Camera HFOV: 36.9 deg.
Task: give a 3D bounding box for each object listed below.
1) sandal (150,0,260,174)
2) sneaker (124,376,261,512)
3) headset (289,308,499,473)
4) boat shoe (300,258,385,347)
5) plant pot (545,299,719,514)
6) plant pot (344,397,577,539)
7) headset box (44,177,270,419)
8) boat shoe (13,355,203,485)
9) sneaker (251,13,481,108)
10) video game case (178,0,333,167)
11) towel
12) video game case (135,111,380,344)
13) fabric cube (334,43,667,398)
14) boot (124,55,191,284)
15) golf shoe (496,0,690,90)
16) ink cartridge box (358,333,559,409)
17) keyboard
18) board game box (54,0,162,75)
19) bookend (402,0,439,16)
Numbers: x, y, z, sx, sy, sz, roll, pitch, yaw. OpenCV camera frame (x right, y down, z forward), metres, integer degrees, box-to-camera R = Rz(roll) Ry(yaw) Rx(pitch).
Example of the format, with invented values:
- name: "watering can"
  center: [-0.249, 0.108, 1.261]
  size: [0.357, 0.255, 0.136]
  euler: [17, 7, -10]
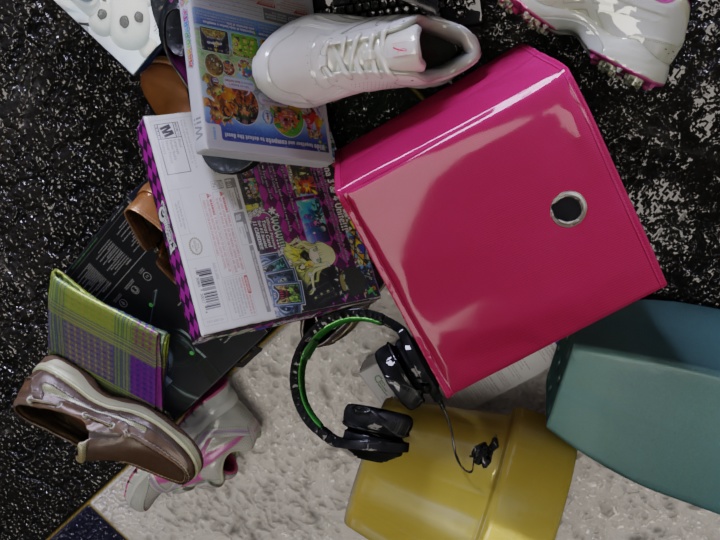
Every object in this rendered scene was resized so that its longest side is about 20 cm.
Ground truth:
- name: "sandal"
  center: [-0.132, -0.182, 0.920]
  size: [0.075, 0.048, 0.203]
  euler: [-23, 82, 16]
- name: "sneaker"
  center: [-0.184, 0.211, 1.188]
  size: [0.088, 0.081, 0.200]
  euler: [43, 117, -5]
- name: "headset"
  center: [0.028, 0.115, 0.947]
  size: [0.199, 0.094, 0.124]
  euler: [30, 88, 9]
- name: "boat shoe"
  center: [0.000, 0.000, 1.053]
  size: [0.074, 0.073, 0.201]
  euler: [27, 117, 0]
- name: "plant pot"
  center: [0.277, 0.111, 0.989]
  size: [0.197, 0.142, 0.143]
  euler: [15, 116, 2]
- name: "plant pot"
  center: [0.092, 0.214, 1.042]
  size: [0.187, 0.201, 0.203]
  euler: [19, 117, 7]
- name: "headset box"
  center: [-0.185, 0.027, 1.090]
  size: [0.200, 0.093, 0.174]
  euler: [43, 124, -6]
- name: "boat shoe"
  center: [-0.256, 0.167, 1.076]
  size: [0.201, 0.075, 0.075]
  euler: [26, 137, 12]
- name: "sneaker"
  center: [0.010, -0.182, 0.892]
  size: [0.198, 0.099, 0.079]
  euler: [-13, 100, -18]
- name: "video game case"
  center: [-0.090, -0.191, 0.911]
  size: [0.018, 0.142, 0.203]
  euler: [-15, 79, 42]
- name: "towel"
  center: [-0.254, 0.097, 1.087]
  size: [0.142, 0.023, 0.201]
  euler: [25, 136, 14]
- name: "video game case"
  center: [-0.090, -0.050, 0.966]
  size: [0.036, 0.179, 0.202]
  euler: [-34, 71, 59]
- name: "fabric cube"
  center: [0.107, -0.050, 0.911]
  size: [0.198, 0.200, 0.198]
  euler: [-27, 105, 6]
- name: "boot"
  center: [-0.171, -0.091, 1.002]
  size: [0.076, 0.155, 0.201]
  euler: [-25, 104, 48]
- name: "golf shoe"
  center: [0.187, -0.234, 0.915]
  size: [0.198, 0.075, 0.092]
  euler: [30, 102, -3]
- name: "ink cartridge box"
  center: [0.103, 0.090, 1.089]
  size: [0.199, 0.037, 0.095]
  euler: [-31, 104, 26]
- name: "keyboard"
  center: [0.014, -0.221, 0.983]
  size: [0.197, 0.021, 0.129]
  euler: [-5, 112, 17]
- name: "board game box"
  center: [-0.211, -0.318, 0.963]
  size: [0.199, 0.043, 0.200]
  euler: [43, 105, -8]
- name: "bookend"
  center: [0.011, -0.342, 0.875]
  size: [0.198, 0.092, 0.200]
  euler: [24, 105, -7]
